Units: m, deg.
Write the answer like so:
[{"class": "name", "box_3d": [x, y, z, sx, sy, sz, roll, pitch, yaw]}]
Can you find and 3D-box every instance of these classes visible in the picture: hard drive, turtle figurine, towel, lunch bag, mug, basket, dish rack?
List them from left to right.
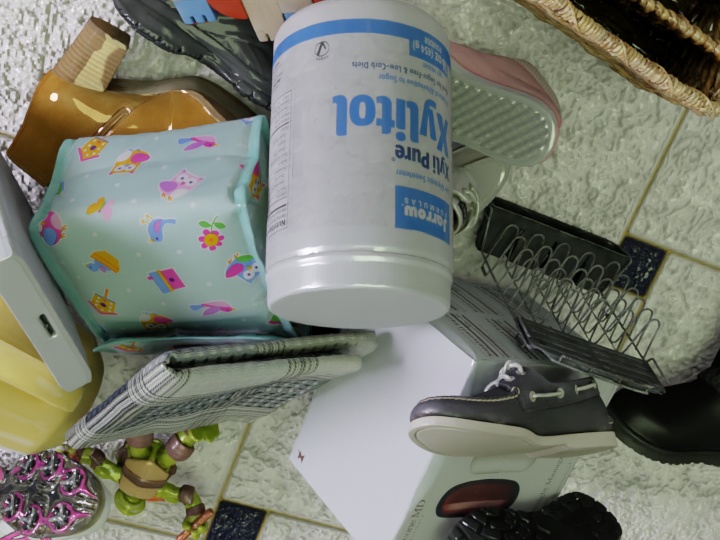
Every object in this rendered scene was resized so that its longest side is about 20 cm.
[{"class": "mug", "box_3d": [-0.291, 0.083, 0.769, 0.152, 0.187, 0.150, 36, 104, -29]}, {"class": "hard drive", "box_3d": [-0.251, -0.024, 0.696, 0.026, 0.201, 0.133, -25, 138, -11]}, {"class": "turtle figurine", "box_3d": [-0.185, 0.181, 0.878, 0.198, 0.065, 0.162, 29, 124, -8]}, {"class": "lunch bag", "box_3d": [-0.132, -0.002, 0.741, 0.167, 0.123, 0.202, -4, 135, 9]}, {"class": "towel", "box_3d": [-0.105, 0.097, 0.746, 0.198, 0.035, 0.192, -4, 159, -41]}, {"class": "dish rack", "box_3d": [0.181, 0.022, 0.814, 0.151, 0.201, 0.055, 18, 116, -17]}, {"class": "basket", "box_3d": [0.217, -0.234, 0.744, 0.198, 0.149, 0.144, 28, 105, -18]}]

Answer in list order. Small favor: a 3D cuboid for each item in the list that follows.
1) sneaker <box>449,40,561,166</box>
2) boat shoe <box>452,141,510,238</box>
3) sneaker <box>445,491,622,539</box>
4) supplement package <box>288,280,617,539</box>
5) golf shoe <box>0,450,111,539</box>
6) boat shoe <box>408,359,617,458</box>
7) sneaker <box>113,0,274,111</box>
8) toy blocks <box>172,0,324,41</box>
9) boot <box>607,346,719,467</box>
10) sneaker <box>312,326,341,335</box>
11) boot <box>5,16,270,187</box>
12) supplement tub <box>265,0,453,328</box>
[{"class": "sneaker", "box_3d": [0.080, -0.153, 0.801, 0.198, 0.105, 0.076, 29, 117, 11]}, {"class": "boat shoe", "box_3d": [0.064, -0.050, 0.786, 0.198, 0.069, 0.072, -28, 121, -32]}, {"class": "sneaker", "box_3d": [0.136, 0.249, 0.797, 0.198, 0.076, 0.088, 4, 122, -41]}, {"class": "supplement package", "box_3d": [0.081, 0.124, 0.825, 0.198, 0.147, 0.194, 7, 113, -41]}, {"class": "golf shoe", "box_3d": [-0.274, 0.203, 0.835, 0.198, 0.074, 0.092, -7, 147, 38]}, {"class": "boat shoe", "box_3d": [0.110, 0.100, 0.702, 0.198, 0.064, 0.072, 11, 155, -37]}, {"class": "sneaker", "box_3d": [-0.088, -0.186, 0.753, 0.198, 0.076, 0.092, 29, 94, -23]}, {"class": "toy blocks", "box_3d": [-0.061, -0.217, 0.661, 0.196, 0.102, 0.137, -3, 153, 12]}, {"class": "boot", "box_3d": [0.344, 0.105, 0.936, 0.208, 0.080, 0.160, 11, 116, -25]}, {"class": "sneaker", "box_3d": [0.000, 0.000, 0.834, 0.073, 0.082, 0.202, 29, 103, -17]}, {"class": "boot", "box_3d": [-0.171, -0.094, 0.781, 0.199, 0.071, 0.145, 30, 110, -16]}, {"class": "supplement tub", "box_3d": [0.000, -0.071, 0.669, 0.129, 0.132, 0.204, 3, 75, -11]}]
